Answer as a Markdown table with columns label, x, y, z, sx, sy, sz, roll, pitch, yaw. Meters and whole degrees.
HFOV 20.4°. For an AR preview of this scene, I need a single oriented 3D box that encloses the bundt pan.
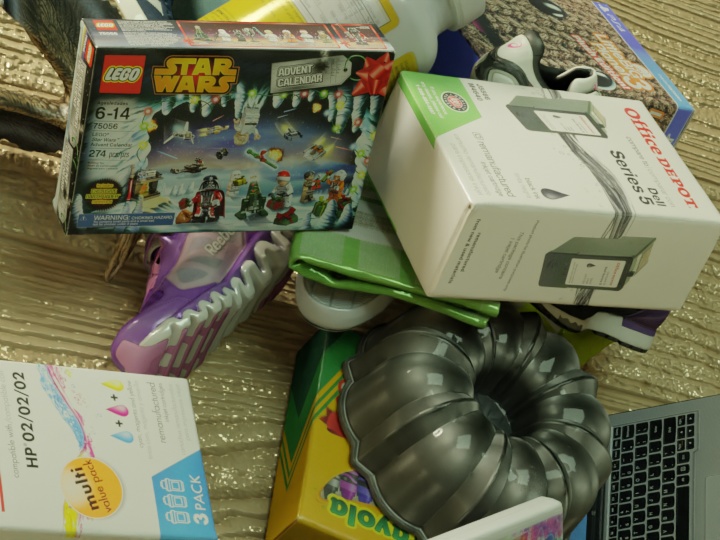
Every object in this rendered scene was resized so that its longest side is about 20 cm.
| label | x | y | z | sx | sy | sz | roll | pitch | yaw |
| --- | --- | --- | --- | --- | --- | --- | --- | --- | --- |
| bundt pan | 0.088 | 0.097 | 1.348 | 0.201 | 0.076 | 0.203 | 20 | 47 | -23 |

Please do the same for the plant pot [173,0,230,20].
| label | x | y | z | sx | sy | sz | roll | pitch | yaw |
| --- | --- | --- | --- | --- | --- | --- | --- | --- | --- |
| plant pot | -0.038 | -0.235 | 1.511 | 0.195 | 0.196 | 0.201 | 16 | 64 | -26 |

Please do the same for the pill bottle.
| label | x | y | z | sx | sy | sz | roll | pitch | yaw |
| --- | --- | --- | --- | --- | --- | --- | --- | --- | --- |
| pill bottle | -0.019 | -0.159 | 1.364 | 0.199 | 0.112 | 0.112 | -31 | 76 | -9 |

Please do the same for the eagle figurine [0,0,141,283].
| label | x | y | z | sx | sy | sz | roll | pitch | yaw |
| --- | --- | --- | --- | --- | --- | --- | --- | --- | --- |
| eagle figurine | -0.197 | -0.116 | 1.322 | 0.200 | 0.151 | 0.152 | 34 | 54 | -19 |

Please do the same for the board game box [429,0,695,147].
| label | x | y | z | sx | sy | sz | roll | pitch | yaw |
| --- | --- | --- | --- | --- | --- | --- | --- | --- | --- |
| board game box | 0.134 | -0.146 | 1.591 | 0.199 | 0.097 | 0.160 | 6 | 36 | -33 |

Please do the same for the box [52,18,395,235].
| label | x | y | z | sx | sy | sz | roll | pitch | yaw |
| --- | --- | --- | --- | --- | --- | --- | --- | --- | --- |
| box | -0.087 | -0.090 | 1.271 | 0.199 | 0.137 | 0.040 | -2 | 35 | -24 |

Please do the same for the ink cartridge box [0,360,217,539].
| label | x | y | z | sx | sy | sz | roll | pitch | yaw |
| --- | --- | --- | --- | --- | --- | --- | --- | --- | --- |
| ink cartridge box | -0.193 | 0.119 | 1.176 | 0.199 | 0.068 | 0.116 | 7 | 52 | -32 |

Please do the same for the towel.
| label | x | y | z | sx | sy | sz | roll | pitch | yaw |
| --- | --- | --- | --- | --- | --- | --- | --- | --- | --- |
| towel | 0.029 | -0.034 | 1.390 | 0.148 | 0.031 | 0.200 | 14 | 32 | -2 |

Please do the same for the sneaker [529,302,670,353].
| label | x | y | z | sx | sy | sz | roll | pitch | yaw |
| --- | --- | --- | --- | --- | --- | --- | --- | --- | --- |
| sneaker | 0.171 | -0.005 | 1.448 | 0.076 | 0.088 | 0.200 | 41 | 14 | 31 |

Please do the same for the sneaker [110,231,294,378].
| label | x | y | z | sx | sy | sz | roll | pitch | yaw |
| --- | --- | --- | --- | --- | --- | --- | --- | --- | --- |
| sneaker | -0.116 | 0.007 | 1.348 | 0.088 | 0.081 | 0.200 | 39 | 38 | 6 |

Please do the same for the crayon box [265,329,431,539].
| label | x | y | z | sx | sy | sz | roll | pitch | yaw |
| --- | --- | --- | --- | --- | --- | --- | --- | --- | --- |
| crayon box | 0.009 | 0.144 | 1.345 | 0.126 | 0.051 | 0.201 | 25 | 47 | -19 |

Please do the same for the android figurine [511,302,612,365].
| label | x | y | z | sx | sy | sz | roll | pitch | yaw |
| --- | --- | --- | --- | --- | --- | --- | --- | --- | --- |
| android figurine | 0.123 | -0.004 | 1.550 | 0.200 | 0.041 | 0.182 | -26 | 75 | -46 |

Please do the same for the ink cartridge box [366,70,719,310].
| label | x | y | z | sx | sy | sz | roll | pitch | yaw |
| --- | --- | --- | --- | --- | --- | --- | --- | --- | --- |
| ink cartridge box | 0.122 | -0.052 | 1.351 | 0.199 | 0.084 | 0.146 | 3 | 39 | -27 |

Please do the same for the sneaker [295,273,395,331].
| label | x | y | z | sx | sy | sz | roll | pitch | yaw |
| --- | --- | --- | --- | --- | --- | --- | --- | --- | --- |
| sneaker | 0.000 | 0.000 | 1.412 | 0.073 | 0.071 | 0.200 | 21 | 31 | 7 |

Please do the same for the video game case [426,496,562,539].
| label | x | y | z | sx | sy | sz | roll | pitch | yaw |
| --- | --- | --- | --- | --- | --- | --- | --- | --- | --- |
| video game case | 0.054 | 0.251 | 1.235 | 0.199 | 0.024 | 0.183 | -14 | 108 | -41 |

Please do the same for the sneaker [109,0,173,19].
| label | x | y | z | sx | sy | sz | roll | pitch | yaw |
| --- | --- | --- | --- | --- | --- | --- | --- | --- | --- |
| sneaker | -0.155 | -0.205 | 1.465 | 0.084 | 0.075 | 0.201 | -23 | 72 | -24 |

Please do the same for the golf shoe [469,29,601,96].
| label | x | y | z | sx | sy | sz | roll | pitch | yaw |
| --- | --- | --- | --- | --- | --- | --- | --- | --- | --- |
| golf shoe | 0.153 | -0.101 | 1.474 | 0.200 | 0.092 | 0.073 | 32 | 20 | -43 |

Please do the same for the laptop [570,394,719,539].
| label | x | y | z | sx | sy | sz | roll | pitch | yaw |
| --- | --- | --- | --- | --- | --- | --- | --- | --- | --- |
| laptop | 0.177 | 0.143 | 1.424 | 0.116 | 0.199 | 0.188 | 56 | 31 | -40 |
